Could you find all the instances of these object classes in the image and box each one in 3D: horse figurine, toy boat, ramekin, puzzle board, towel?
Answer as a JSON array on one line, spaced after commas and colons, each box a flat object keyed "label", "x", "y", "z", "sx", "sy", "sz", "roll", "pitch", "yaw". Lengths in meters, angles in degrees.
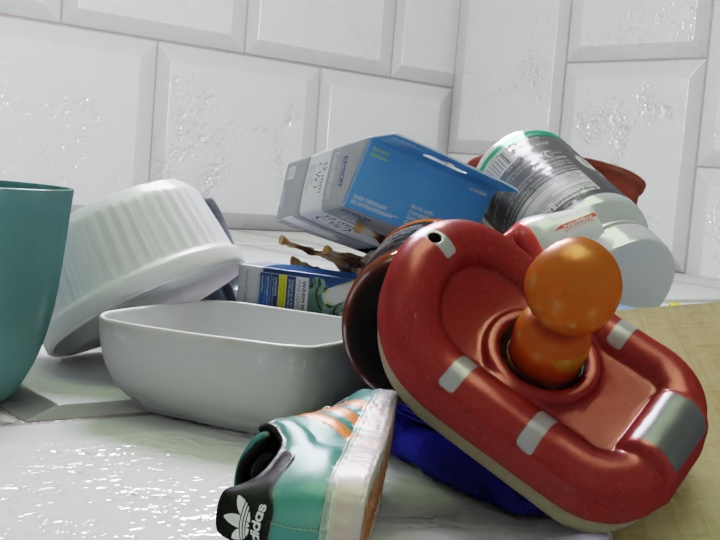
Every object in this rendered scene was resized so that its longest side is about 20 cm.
[{"label": "horse figurine", "x": 0.000, "y": 0.000, "z": 1.055, "sx": 0.131, "sy": 0.051, "sz": 0.199, "roll": 25, "pitch": -20, "yaw": -32}, {"label": "toy boat", "x": 0.103, "y": 0.035, "z": 0.598, "sx": 0.199, "sy": 0.132, "sz": 0.130, "roll": 34, "pitch": 47, "yaw": 20}, {"label": "ramekin", "x": -0.213, "y": -0.006, "z": 1.005, "sx": 0.200, "sy": 0.095, "sz": 0.202, "roll": -26, "pitch": -5, "yaw": -3}, {"label": "puzzle board", "x": 0.203, "y": 0.090, "z": 0.670, "sx": 0.148, "sy": 0.018, "sz": 0.201, "roll": -4, "pitch": 37, "yaw": -3}, {"label": "towel", "x": 0.099, "y": 0.112, "z": 0.748, "sx": 0.145, "sy": 0.051, "sz": 0.199, "roll": 1, "pitch": 6, "yaw": -29}]

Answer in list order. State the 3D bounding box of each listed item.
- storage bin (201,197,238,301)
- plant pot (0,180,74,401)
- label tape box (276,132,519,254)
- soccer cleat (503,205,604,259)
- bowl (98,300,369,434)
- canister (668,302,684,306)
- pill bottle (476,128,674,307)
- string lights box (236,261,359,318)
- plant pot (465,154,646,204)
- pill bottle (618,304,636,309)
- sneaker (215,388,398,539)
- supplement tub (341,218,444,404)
[{"label": "storage bin", "x": -0.200, "y": 0.014, "z": 1.194, "sx": 0.132, "sy": 0.148, "sz": 0.200, "roll": -22, "pitch": 6, "yaw": 1}, {"label": "plant pot", "x": -0.318, "y": 0.013, "z": 0.814, "sx": 0.196, "sy": 0.164, "sz": 0.201, "roll": 4, "pitch": 5, "yaw": 0}, {"label": "label tape box", "x": 0.029, "y": -0.062, "z": 1.011, "sx": 0.141, "sy": 0.067, "sz": 0.199, "roll": 19, "pitch": -11, "yaw": -28}, {"label": "soccer cleat", "x": 0.143, "y": 0.000, "z": 0.895, "sx": 0.084, "sy": 0.070, "sz": 0.200, "roll": -23, "pitch": -15, "yaw": -9}, {"label": "bowl", "x": -0.087, "y": 0.074, "z": 0.862, "sx": 0.196, "sy": 0.076, "sz": 0.199, "roll": 7, "pitch": 6, "yaw": 23}, {"label": "canister", "x": 0.212, "y": 0.076, "z": 1.016, "sx": 0.196, "sy": 0.088, "sz": 0.149, "roll": 4, "pitch": 13, "yaw": 13}, {"label": "pill bottle", "x": 0.189, "y": -0.037, "z": 0.990, "sx": 0.111, "sy": 0.115, "sz": 0.201, "roll": 2, "pitch": 31, "yaw": -27}, {"label": "string lights box", "x": -0.015, "y": 0.054, "z": 0.979, "sx": 0.197, "sy": 0.105, "sz": 0.059, "roll": 7, "pitch": 4, "yaw": 24}, {"label": "plant pot", "x": 0.199, "y": -0.005, "z": 1.182, "sx": 0.197, "sy": 0.199, "sz": 0.201, "roll": 8, "pitch": -8, "yaw": 1}, {"label": "pill bottle", "x": 0.215, "y": 0.086, "z": 0.813, "sx": 0.107, "sy": 0.111, "sz": 0.199, "roll": 1, "pitch": 6, "yaw": -34}, {"label": "sneaker", "x": -0.025, "y": 0.103, "z": 0.599, "sx": 0.078, "sy": 0.073, "sz": 0.200, "roll": 10, "pitch": 7, "yaw": 6}, {"label": "supplement tub", "x": 0.049, "y": 0.020, "z": 0.802, "sx": 0.105, "sy": 0.109, "sz": 0.200, "roll": 5, "pitch": 12, "yaw": 7}]
